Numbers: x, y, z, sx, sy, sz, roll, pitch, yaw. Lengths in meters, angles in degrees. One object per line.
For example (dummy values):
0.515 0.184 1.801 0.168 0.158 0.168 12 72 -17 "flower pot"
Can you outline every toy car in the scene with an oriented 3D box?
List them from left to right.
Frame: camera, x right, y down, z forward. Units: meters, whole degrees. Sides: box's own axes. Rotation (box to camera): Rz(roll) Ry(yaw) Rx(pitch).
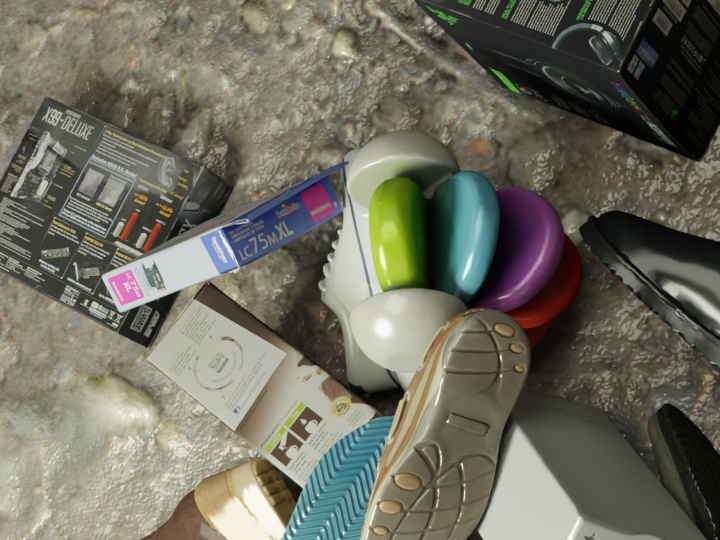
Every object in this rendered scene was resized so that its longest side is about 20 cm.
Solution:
0.080 -0.003 1.430 0.150 0.200 0.175 -11 60 20 "toy car"

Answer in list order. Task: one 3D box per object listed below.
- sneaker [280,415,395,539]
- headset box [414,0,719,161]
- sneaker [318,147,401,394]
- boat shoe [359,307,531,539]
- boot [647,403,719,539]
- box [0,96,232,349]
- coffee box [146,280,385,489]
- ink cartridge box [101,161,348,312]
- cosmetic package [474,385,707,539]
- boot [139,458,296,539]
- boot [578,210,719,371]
-0.013 0.187 1.397 0.076 0.081 0.200 35 85 14 "sneaker"
0.158 -0.181 1.463 0.200 0.174 0.093 26 85 33 "headset box"
0.000 0.000 1.546 0.071 0.073 0.200 -18 64 19 "sneaker"
0.053 0.117 1.337 0.200 0.076 0.072 -63 18 4 "boat shoe"
0.201 0.200 1.369 0.131 0.068 0.200 -32 56 25 "boot"
-0.227 -0.044 1.704 0.200 0.050 0.158 24 84 33 "box"
-0.053 0.105 1.506 0.200 0.113 0.080 35 85 36 "coffee box"
-0.100 -0.025 1.546 0.200 0.119 0.042 -23 96 49 "ink cartridge box"
0.140 0.158 1.334 0.081 0.113 0.200 -64 24 18 "cosmetic package"
-0.088 0.258 1.519 0.166 0.072 0.200 -40 70 31 "boot"
0.274 -0.022 1.396 0.200 0.076 0.168 44 100 26 "boot"
